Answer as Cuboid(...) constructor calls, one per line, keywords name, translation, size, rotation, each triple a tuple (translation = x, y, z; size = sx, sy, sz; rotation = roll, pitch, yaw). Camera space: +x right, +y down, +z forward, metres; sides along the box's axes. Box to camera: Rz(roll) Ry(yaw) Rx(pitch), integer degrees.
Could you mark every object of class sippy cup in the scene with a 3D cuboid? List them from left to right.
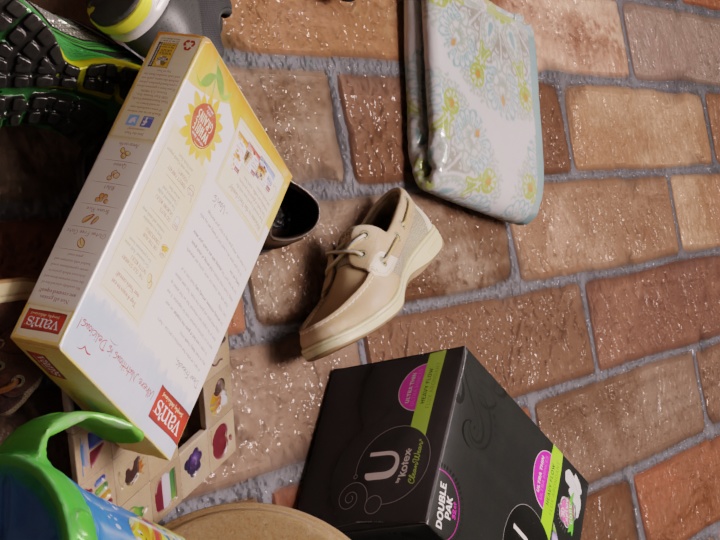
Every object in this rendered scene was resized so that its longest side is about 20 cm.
Cuboid(name="sippy cup", translation=(-0.150, 0.176, 0.775), size=(0.130, 0.139, 0.179), rotation=(25, 100, -48))

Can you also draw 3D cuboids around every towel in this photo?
Cuboid(name="towel", translation=(0.099, -0.151, 1.306), size=(0.170, 0.048, 0.202), rotation=(13, 70, -50))

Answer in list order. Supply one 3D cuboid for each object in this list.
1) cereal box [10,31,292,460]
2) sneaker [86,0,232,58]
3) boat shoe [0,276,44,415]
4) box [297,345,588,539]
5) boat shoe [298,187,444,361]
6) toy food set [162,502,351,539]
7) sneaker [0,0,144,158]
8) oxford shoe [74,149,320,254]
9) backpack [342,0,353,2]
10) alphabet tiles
Cuboid(name="cereal box", translation=(-0.111, -0.012, 0.838), size=(0.201, 0.039, 0.144), rotation=(-68, 153, -24))
Cuboid(name="sneaker", translation=(-0.124, -0.185, 0.940), size=(0.085, 0.074, 0.201), rotation=(47, 27, -30))
Cuboid(name="boat shoe", translation=(-0.198, 0.043, 0.807), size=(0.199, 0.072, 0.073), rotation=(-6, 86, -63))
Cuboid(name="box", translation=(0.065, 0.177, 1.094), size=(0.200, 0.123, 0.150), rotation=(47, 44, -36))
Cuboid(name="boat shoe", translation=(0.000, 0.000, 1.104), size=(0.065, 0.072, 0.200), rotation=(59, 36, -12))
Cuboid(name="toy food set", translation=(-0.066, 0.232, 0.864), size=(0.049, 0.196, 0.202), rotation=(93, -3, -56))
Cuboid(name="sneaker", translation=(-0.198, -0.120, 0.861), size=(0.199, 0.085, 0.078), rotation=(26, 101, -37))
Cuboid(name="oxford shoe", translation=(-0.100, -0.054, 0.961), size=(0.199, 0.084, 0.074), rotation=(7, 77, -52))
Cuboid(name="backpack", translation=(-0.004, -0.336, 1.131), size=(0.177, 0.150, 0.202), rotation=(32, 51, -45))
Cuboid(name="alphabet tiles", translation=(-0.126, 0.061, 0.890), size=(0.167, 0.007, 0.202), rotation=(-40, 134, -54))
